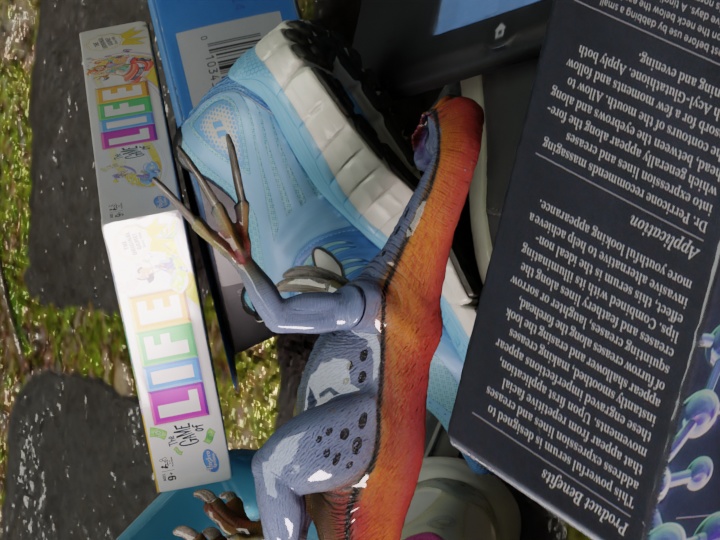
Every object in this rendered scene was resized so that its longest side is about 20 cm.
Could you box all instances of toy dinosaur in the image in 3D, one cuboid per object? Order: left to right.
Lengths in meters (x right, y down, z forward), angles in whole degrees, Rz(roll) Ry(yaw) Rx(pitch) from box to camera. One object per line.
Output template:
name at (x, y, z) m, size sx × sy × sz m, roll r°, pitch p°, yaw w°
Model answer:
toy dinosaur at (0.010, 0.034, 0.894) m, size 0.200 × 0.105 × 0.182 m, roll 44°, pitch 104°, yaw 9°

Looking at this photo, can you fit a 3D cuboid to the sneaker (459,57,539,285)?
sneaker at (0.098, -0.044, 0.953) m, size 0.106 × 0.075 × 0.200 m, roll -32°, pitch 65°, yaw 48°

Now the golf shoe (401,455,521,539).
golf shoe at (0.008, 0.177, 1.040) m, size 0.075 × 0.092 × 0.200 m, roll 16°, pitch 102°, yaw 7°

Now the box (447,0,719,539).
box at (0.136, -0.014, 0.846) m, size 0.107 × 0.148 × 0.200 m, roll 33°, pitch 116°, yaw 47°

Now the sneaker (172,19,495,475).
sneaker at (0.000, 0.000, 0.990) m, size 0.090 × 0.078 × 0.200 m, roll -31°, pitch 103°, yaw 19°

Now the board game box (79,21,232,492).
board game box at (-0.094, -0.011, 1.128) m, size 0.200 × 0.034 × 0.135 m, roll -107°, pitch 7°, yaw -61°

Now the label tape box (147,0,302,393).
label tape box at (-0.050, -0.056, 1.119) m, size 0.200 × 0.063 × 0.144 m, roll 84°, pitch 172°, yaw -61°

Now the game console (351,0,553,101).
game console at (0.074, -0.161, 0.965) m, size 0.200 × 0.031 × 0.177 m, roll -13°, pitch 55°, yaw 52°

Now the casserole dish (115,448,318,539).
casserole dish at (-0.080, 0.157, 1.047) m, size 0.121 × 0.200 × 0.039 m, roll 19°, pitch 150°, yaw 54°

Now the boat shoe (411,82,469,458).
boat shoe at (0.020, 0.010, 1.057) m, size 0.070 × 0.071 × 0.201 m, roll 37°, pitch 119°, yaw 45°
